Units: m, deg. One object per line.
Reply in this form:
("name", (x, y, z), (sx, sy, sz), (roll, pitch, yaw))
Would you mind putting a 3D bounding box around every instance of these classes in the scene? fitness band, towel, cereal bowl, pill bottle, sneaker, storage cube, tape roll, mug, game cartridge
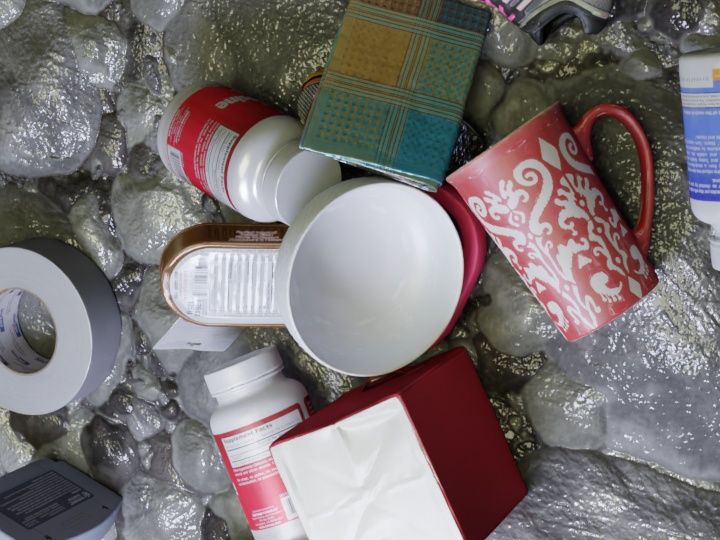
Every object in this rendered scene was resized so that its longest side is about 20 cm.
("fitness band", (0.051, -0.003, 1.657), (0.143, 0.037, 0.201), (31, 114, 13))
("towel", (0.036, -0.186, 1.550), (0.145, 0.022, 0.202), (17, 71, 1))
("cereal bowl", (0.000, 0.000, 1.578), (0.083, 0.198, 0.202), (30, 119, 59))
("pill bottle", (-0.114, -0.117, 1.628), (0.199, 0.112, 0.113), (29, 114, 43))
("sneaker", (0.035, -0.163, 1.611), (0.198, 0.090, 0.070), (17, 119, -6))
("storage cube", (0.040, 0.205, 1.626), (0.170, 0.180, 0.201), (-24, 92, 27))
("pill bottle", (-0.095, 0.191, 1.715), (0.112, 0.112, 0.202), (-21, 92, 27))
("sneaker", (0.155, -0.263, 1.526), (0.198, 0.074, 0.088), (4, 97, 20))
("pill bottle", (0.355, -0.104, 1.446), (0.111, 0.112, 0.202), (-2, 101, 25))
("tape roll", (-0.382, 0.065, 1.858), (0.199, 0.066, 0.202), (6, 104, 23))
("mug", (0.207, -0.054, 1.519), (0.177, 0.133, 0.201), (-33, 91, 28))
("game cartridge", (-0.368, 0.281, 1.823), (0.132, 0.200, 0.041), (24, 108, 19))

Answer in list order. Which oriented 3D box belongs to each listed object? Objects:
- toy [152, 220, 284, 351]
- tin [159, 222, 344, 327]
("toy", (-0.138, 0.008, 1.712), (0.200, 0.115, 0.047), (-46, 60, 27))
("tin", (-0.109, 0.008, 1.635), (0.198, 0.042, 0.113), (0, 128, -7))
